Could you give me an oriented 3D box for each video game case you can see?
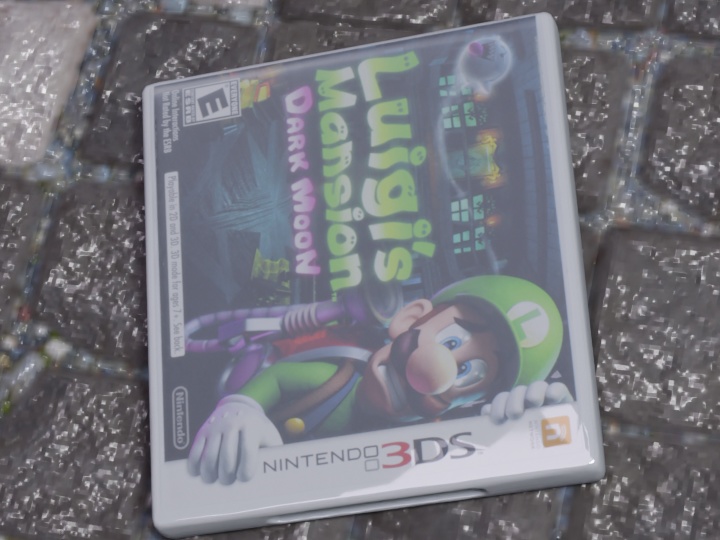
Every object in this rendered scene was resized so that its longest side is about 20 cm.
[{"bbox_3d":[0.000,0.000,0.885,0.181,0.023,0.201,-9,66,12],"label":"video game case"}]
